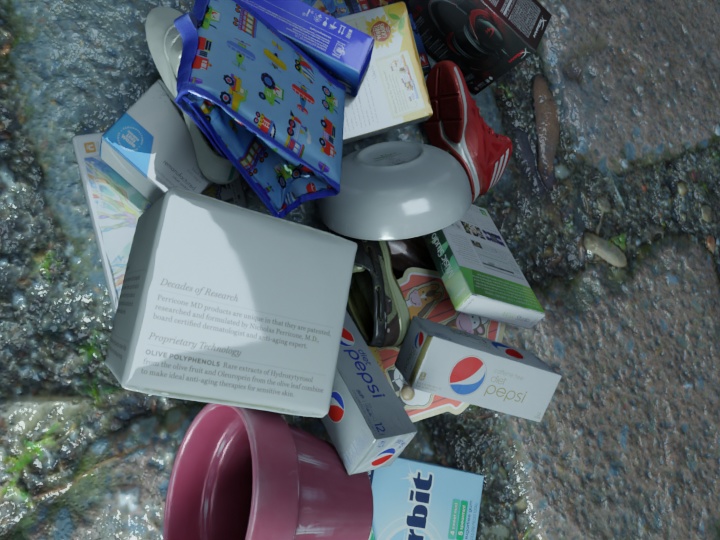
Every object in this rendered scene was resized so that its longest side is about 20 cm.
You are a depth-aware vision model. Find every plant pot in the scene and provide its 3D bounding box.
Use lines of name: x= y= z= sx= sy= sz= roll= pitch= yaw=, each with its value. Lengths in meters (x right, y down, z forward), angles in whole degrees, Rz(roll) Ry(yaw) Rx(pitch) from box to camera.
plant pot: x=-0.089 y=0.252 z=0.642 sx=0.176 sy=0.197 sz=0.206 roll=20 pitch=73 yaw=-36

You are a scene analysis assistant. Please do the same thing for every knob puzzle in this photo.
knob puzzle: x=0.097 y=0.092 z=0.781 sx=0.212 sy=0.030 sz=0.227 roll=0 pitch=92 yaw=3

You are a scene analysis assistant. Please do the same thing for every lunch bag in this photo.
lunch bag: x=-0.105 y=-0.178 z=0.603 sx=0.200 sy=0.092 sz=0.154 roll=41 pitch=41 yaw=-44

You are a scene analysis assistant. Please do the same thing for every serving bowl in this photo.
serving bowl: x=0.040 y=-0.113 z=0.743 sx=0.197 sy=0.199 sz=0.067 roll=-24 pitch=125 yaw=-26

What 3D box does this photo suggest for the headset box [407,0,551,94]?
headset box: x=0.149 y=-0.372 z=0.867 sx=0.198 sy=0.148 sz=0.076 roll=35 pitch=69 yaw=-17

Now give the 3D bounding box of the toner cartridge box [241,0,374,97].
toner cartridge box: x=-0.082 y=-0.271 z=0.683 sx=0.196 sy=0.095 sz=0.044 roll=26 pitch=87 yaw=-3

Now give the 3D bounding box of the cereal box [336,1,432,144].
cereal box: x=-0.020 y=-0.238 z=0.755 sx=0.194 sy=0.040 sz=0.148 roll=-15 pitch=93 yaw=-4

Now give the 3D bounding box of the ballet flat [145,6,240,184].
ballet flat: x=-0.168 y=-0.195 z=0.635 sx=0.068 sy=0.069 sz=0.205 roll=-21 pitch=91 yaw=-26

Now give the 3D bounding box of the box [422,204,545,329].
box: x=0.149 y=-0.021 z=0.796 sx=0.142 sy=0.037 sz=0.203 roll=16 pitch=39 yaw=-34

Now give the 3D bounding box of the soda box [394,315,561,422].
soda box: x=0.144 y=0.122 z=0.734 sx=0.195 sy=0.064 sz=0.070 roll=19 pitch=101 yaw=-22

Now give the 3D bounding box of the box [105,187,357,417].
box: x=-0.139 y=0.037 z=0.616 sx=0.195 sy=0.198 sz=0.177 roll=14 pitch=81 yaw=-26

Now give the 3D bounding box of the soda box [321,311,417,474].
soda box: x=-0.019 y=0.125 z=0.688 sx=0.067 sy=0.064 sz=0.202 roll=4 pitch=41 yaw=-41

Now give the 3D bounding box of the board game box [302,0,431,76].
board game box: x=-0.007 y=-0.294 z=0.829 sx=0.196 sy=0.061 sz=0.205 roll=-20 pitch=92 yaw=-27

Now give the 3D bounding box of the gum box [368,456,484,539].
gum box: x=0.057 y=0.332 z=0.768 sx=0.195 sy=0.044 sz=0.175 roll=18 pitch=75 yaw=-21

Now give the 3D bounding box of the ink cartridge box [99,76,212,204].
ink cartridge box: x=-0.189 y=-0.172 z=0.695 sx=0.116 sy=0.067 sz=0.202 roll=41 pitch=66 yaw=-15

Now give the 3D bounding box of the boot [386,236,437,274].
boot: x=0.084 y=0.022 z=0.822 sx=0.197 sy=0.064 sz=0.190 roll=31 pitch=64 yaw=-18

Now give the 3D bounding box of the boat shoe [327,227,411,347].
boat shoe: x=0.000 y=0.001 z=0.751 sx=0.065 sy=0.071 sz=0.205 roll=-2 pitch=63 yaw=-49

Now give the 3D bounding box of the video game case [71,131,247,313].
video game case: x=-0.224 y=-0.072 z=0.712 sx=0.178 sy=0.022 sz=0.206 roll=-14 pitch=88 yaw=-26

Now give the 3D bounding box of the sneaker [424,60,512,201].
sneaker: x=0.161 y=-0.211 z=0.886 sx=0.114 sy=0.077 sz=0.205 roll=-29 pitch=117 yaw=-36
